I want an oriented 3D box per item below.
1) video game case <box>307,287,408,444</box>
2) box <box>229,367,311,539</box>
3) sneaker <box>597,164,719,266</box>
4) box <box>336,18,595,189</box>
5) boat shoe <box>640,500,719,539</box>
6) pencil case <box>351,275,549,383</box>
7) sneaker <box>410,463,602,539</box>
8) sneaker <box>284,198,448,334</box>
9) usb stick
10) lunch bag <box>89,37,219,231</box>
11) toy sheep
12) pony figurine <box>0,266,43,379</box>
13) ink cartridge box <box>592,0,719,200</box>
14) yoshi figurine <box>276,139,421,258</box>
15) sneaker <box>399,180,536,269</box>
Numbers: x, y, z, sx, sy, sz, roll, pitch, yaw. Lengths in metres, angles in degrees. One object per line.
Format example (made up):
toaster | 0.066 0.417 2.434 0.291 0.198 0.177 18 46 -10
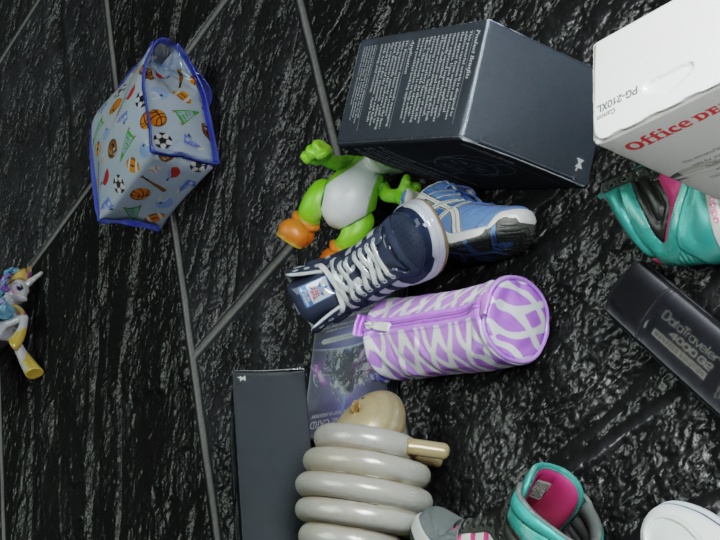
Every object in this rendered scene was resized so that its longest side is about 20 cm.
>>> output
video game case | -0.004 0.071 1.510 0.142 0.019 0.202 -17 62 52
box | -0.087 0.218 1.455 0.142 0.078 0.202 96 169 -59
sneaker | 0.244 -0.089 1.166 0.120 0.083 0.202 -21 59 39
box | 0.099 -0.144 1.340 0.199 0.147 0.108 5 79 56
boat shoe | 0.244 0.225 1.023 0.074 0.066 0.200 -61 34 16
pencil case | 0.080 0.051 1.334 0.199 0.085 0.085 -14 51 52
sneaker | 0.121 0.205 1.183 0.199 0.083 0.122 29 104 49
sneaker | 0.000 0.000 1.350 0.071 0.108 0.200 64 154 5
usb stick | 0.253 0.057 1.124 0.056 0.032 0.200 -56 35 11
lunch bag | -0.275 -0.181 1.938 0.170 0.123 0.202 -43 51 38
toy sheep | 0.005 0.206 1.320 0.137 0.137 0.202 -14 61 53
pony figurine | -0.563 0.095 2.235 0.191 0.167 0.201 -22 47 11
ink cartridge box | 0.276 -0.115 1.015 0.144 0.199 0.085 -25 55 48
yoshi figurine | 0.004 -0.094 1.492 0.201 0.112 0.112 -54 44 6
sneaker | 0.088 -0.047 1.376 0.199 0.075 0.078 -5 75 54
